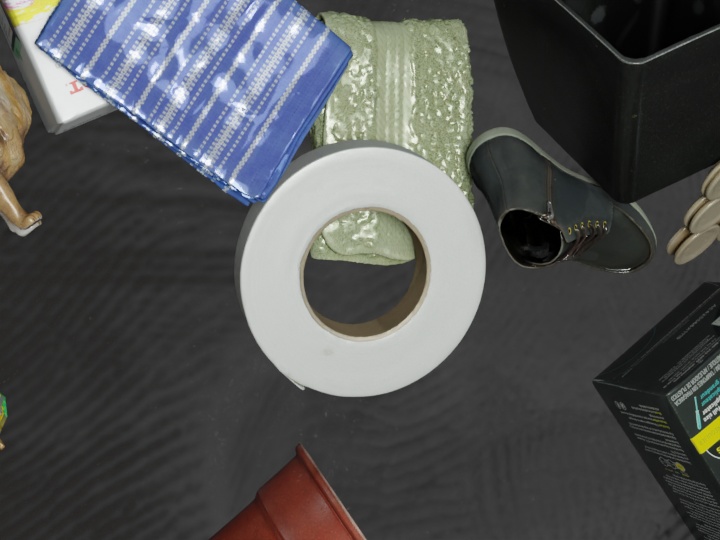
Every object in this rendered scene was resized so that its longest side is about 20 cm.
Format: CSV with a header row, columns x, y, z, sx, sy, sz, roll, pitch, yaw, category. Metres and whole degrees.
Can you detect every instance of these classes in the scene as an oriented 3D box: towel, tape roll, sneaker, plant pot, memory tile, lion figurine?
x,y,z,sx,sy,sz,roll,pitch,yaw,category
0.027,-0.106,1.084,0.146,0.036,0.203,-1,91,-19,towel
-0.113,-0.159,0.956,0.199,0.024,0.146,36,80,-19,towel
0.000,0.000,1.050,0.200,0.037,0.206,-4,107,-13,tape roll
0.169,-0.026,1.080,0.198,0.107,0.075,27,123,-27,sneaker
0.229,-0.176,1.056,0.197,0.200,0.179,-24,138,-16,plant pot
-0.067,0.267,0.987,0.194,0.201,0.202,-34,101,-6,plant pot
0.354,-0.085,1.146,0.198,0.154,0.017,-29,64,-18,memory tile
-0.306,-0.051,0.955,0.199,0.072,0.123,-40,95,-10,lion figurine

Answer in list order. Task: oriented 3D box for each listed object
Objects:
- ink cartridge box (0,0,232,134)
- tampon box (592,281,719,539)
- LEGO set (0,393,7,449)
x,y,z,sx,sy,sz,roll,pitch,yaw,category
-0.199,-0.221,0.980,0.143,0.084,0.202,-25,99,-17,ink cartridge box
0.329,0.134,1.141,0.149,0.126,0.201,-38,102,-13,tampon box
-0.344,0.108,0.899,0.153,0.116,0.201,-36,109,11,LEGO set
